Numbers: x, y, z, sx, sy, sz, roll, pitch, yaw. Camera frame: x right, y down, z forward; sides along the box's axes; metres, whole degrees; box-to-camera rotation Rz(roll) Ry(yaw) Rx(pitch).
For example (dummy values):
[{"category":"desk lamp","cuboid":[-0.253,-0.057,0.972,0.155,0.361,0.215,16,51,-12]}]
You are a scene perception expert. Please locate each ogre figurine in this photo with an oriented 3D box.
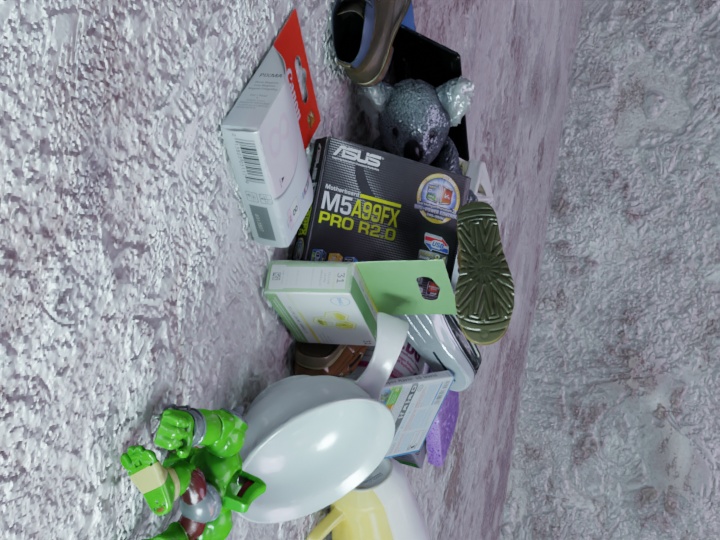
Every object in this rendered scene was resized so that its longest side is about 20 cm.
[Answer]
[{"category":"ogre figurine","cuboid":[-0.154,0.207,0.904,0.119,0.097,0.203,-20,108,-56]}]

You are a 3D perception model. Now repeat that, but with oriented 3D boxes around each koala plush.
[{"category":"koala plush","cuboid":[0.069,-0.166,1.305,0.185,0.175,0.202,-78,166,-51]}]

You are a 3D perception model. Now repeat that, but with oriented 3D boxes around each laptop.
[{"category":"laptop","cuboid":[0.107,-0.293,1.388,0.116,0.199,0.188,-41,145,-21]}]

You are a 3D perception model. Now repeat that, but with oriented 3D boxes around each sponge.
[{"category":"sponge","cuboid":[0.129,0.213,1.567,0.201,0.029,0.112,82,25,-49]}]

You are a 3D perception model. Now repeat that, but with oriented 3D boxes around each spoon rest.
[{"category":"spoon rest","cuboid":[-0.005,0.136,1.156,0.061,0.098,0.201,-84,-161,-49]}]

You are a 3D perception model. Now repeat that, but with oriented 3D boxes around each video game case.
[{"category":"video game case","cuboid":[0.023,0.202,1.318,0.198,0.018,0.144,-4,129,-37]}]

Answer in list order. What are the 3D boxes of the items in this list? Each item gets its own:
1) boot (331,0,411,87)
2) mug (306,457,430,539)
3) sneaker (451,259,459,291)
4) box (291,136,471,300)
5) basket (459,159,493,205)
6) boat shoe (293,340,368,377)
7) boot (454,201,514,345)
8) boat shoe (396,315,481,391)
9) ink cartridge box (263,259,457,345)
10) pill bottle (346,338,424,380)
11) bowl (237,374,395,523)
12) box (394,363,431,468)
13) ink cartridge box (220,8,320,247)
[{"category":"boot","cuboid":[0.015,-0.325,1.183,0.097,0.074,0.203,-14,114,-73]},{"category":"mug","cuboid":[0.015,0.360,1.427,0.187,0.147,0.155,-65,149,-55]},{"category":"sneaker","cuboid":[0.109,-0.047,1.440,0.075,0.198,0.116,119,-8,-47]},{"category":"box","cuboid":[0.026,-0.057,1.186,0.044,0.198,0.162,6,-97,66]},{"category":"basket","cuboid":[0.127,-0.067,1.572,0.136,0.122,0.202,58,46,-64]},{"category":"boat shoe","cuboid":[-0.029,0.096,1.280,0.200,0.071,0.069,-33,135,-53]},{"category":"boot","cuboid":[0.148,0.031,1.186,0.200,0.065,0.177,74,17,-67]},{"category":"boat shoe","cuboid":[0.099,0.071,1.365,0.201,0.072,0.071,59,40,-14]},{"category":"ink cartridge box","cuboid":[0.005,0.038,1.132,0.146,0.197,0.049,64,31,-60]},{"category":"pill bottle","cuboid":[0.044,0.102,1.421,0.114,0.112,0.201,78,28,-49]},{"category":"bowl","cuboid":[-0.068,0.182,1.097,0.199,0.091,0.202,-22,142,-18]},{"category":"box","cuboid":[0.065,0.187,1.559,0.177,0.096,0.202,64,40,-64]},{"category":"ink cartridge box","cuboid":[-0.073,-0.152,1.047,0.164,0.056,0.201,78,32,-47]}]
